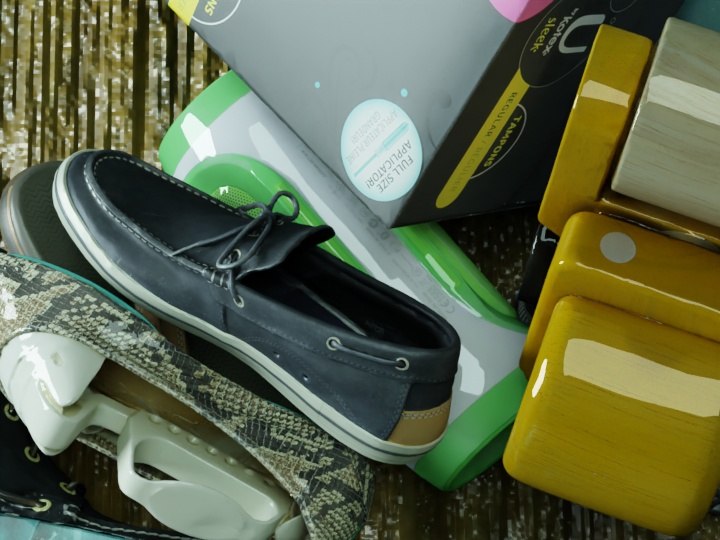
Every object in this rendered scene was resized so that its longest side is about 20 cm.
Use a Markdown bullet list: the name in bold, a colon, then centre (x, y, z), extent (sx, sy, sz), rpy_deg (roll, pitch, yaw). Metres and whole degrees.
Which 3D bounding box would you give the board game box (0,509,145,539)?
- **board game box**: centre (-0.107, 0.206, 0.991), extent (0.135, 0.028, 0.200), rpy_deg (13, 74, -5)

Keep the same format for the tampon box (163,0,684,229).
- **tampon box**: centre (0.020, -0.141, 1.073), extent (0.200, 0.150, 0.126), rpy_deg (45, 32, 25)

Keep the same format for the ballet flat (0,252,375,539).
- **ballet flat**: centre (-0.089, 0.062, 1.024), extent (0.200, 0.068, 0.075), rpy_deg (30, 40, 1)

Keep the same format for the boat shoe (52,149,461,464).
- **boat shoe**: centre (-0.040, 0.001, 1.033), extent (0.200, 0.062, 0.075), rpy_deg (35, 34, 15)

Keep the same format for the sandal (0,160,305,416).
- **sandal**: centre (-0.076, 0.025, 1.089), extent (0.200, 0.055, 0.082), rpy_deg (51, 41, 9)

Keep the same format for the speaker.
- **speaker**: centre (0.000, 0.000, 1.103), extent (0.088, 0.088, 0.200), rpy_deg (-38, 77, -13)

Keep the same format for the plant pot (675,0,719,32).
- **plant pot**: centre (0.241, -0.082, 1.091), extent (0.200, 0.200, 0.188), rpy_deg (-40, 64, -13)

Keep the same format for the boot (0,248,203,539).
- **boot**: centre (-0.148, 0.067, 1.084), extent (0.203, 0.074, 0.154), rpy_deg (7, 69, -1)

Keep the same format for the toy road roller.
- **toy road roller**: centre (0.123, 0.012, 0.979), extent (0.123, 0.200, 0.146), rpy_deg (19, 59, 4)

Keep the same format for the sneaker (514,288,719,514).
- **sneaker**: centre (0.154, 0.061, 1.095), extent (0.199, 0.071, 0.083), rpy_deg (33, 63, 5)
